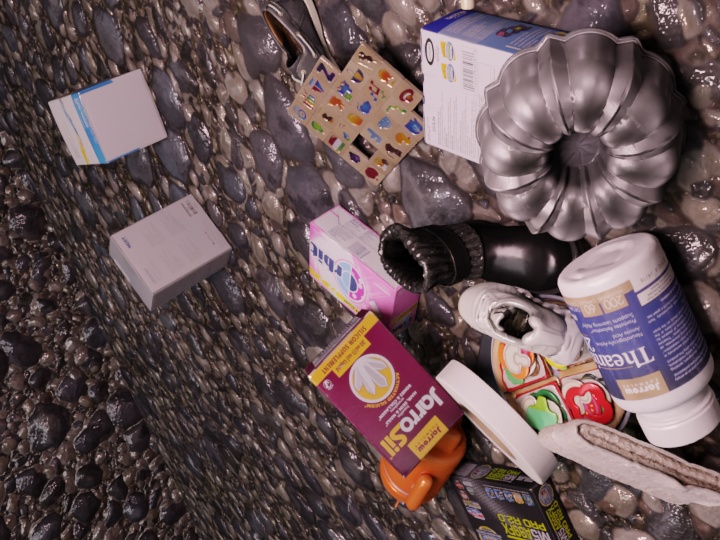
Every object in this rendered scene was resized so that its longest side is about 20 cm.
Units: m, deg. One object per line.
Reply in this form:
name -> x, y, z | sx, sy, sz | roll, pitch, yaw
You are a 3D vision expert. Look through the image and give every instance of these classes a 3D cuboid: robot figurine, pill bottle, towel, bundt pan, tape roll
robot figurine -> 0.100, 0.297, 1.229 | 0.145, 0.114, 0.202 | 56, 138, 34
pill bottle -> 0.294, 0.074, 0.784 | 0.110, 0.110, 0.203 | -15, 106, 57
towel -> 0.307, 0.219, 0.854 | 0.196, 0.035, 0.133 | 23, 162, 0
bundt pan -> 0.201, -0.111, 0.699 | 0.197, 0.076, 0.206 | 7, 127, 9
tape roll -> 0.184, 0.205, 1.033 | 0.203, 0.037, 0.203 | 45, 173, 7

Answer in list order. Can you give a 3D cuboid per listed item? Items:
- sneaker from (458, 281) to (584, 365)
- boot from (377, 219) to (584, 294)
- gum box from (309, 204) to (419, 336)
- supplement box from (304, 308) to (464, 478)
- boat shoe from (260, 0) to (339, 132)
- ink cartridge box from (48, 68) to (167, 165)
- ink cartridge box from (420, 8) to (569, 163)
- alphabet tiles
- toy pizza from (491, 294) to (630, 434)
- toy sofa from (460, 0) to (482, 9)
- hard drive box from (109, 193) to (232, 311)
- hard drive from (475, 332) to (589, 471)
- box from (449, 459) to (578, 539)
sneaker -> 0.174, 0.052, 0.905 | 0.199, 0.080, 0.077 | 20, 98, 60
boot -> 0.134, -0.013, 0.875 | 0.209, 0.155, 0.082 | 10, 101, 51
gum box -> 0.000, 0.000, 1.175 | 0.199, 0.066, 0.115 | 39, 143, 28
supplement box -> 0.030, 0.172, 1.088 | 0.200, 0.131, 0.103 | 46, 174, -5
boat shoe -> -0.073, -0.278, 1.043 | 0.071, 0.067, 0.203 | -2, 118, 52
ink cartridge box -> -0.524, -0.313, 1.566 | 0.198, 0.146, 0.147 | 7, 123, 51
ink cartridge box -> 0.137, -0.192, 0.811 | 0.198, 0.076, 0.139 | 28, 138, 37
alphabet tiles -> 0.000, -0.209, 1.000 | 0.166, 0.008, 0.200 | 39, 148, -7
toy pizza -> 0.237, 0.130, 0.930 | 0.198, 0.031, 0.205 | 21, 120, 41
toy sofa -> 0.047, -0.332, 0.798 | 0.198, 0.097, 0.084 | 27, 137, 39
hard drive box -> -0.390, -0.040, 1.563 | 0.157, 0.198, 0.077 | 51, 147, 11
hard drive -> 0.239, 0.158, 1.008 | 0.199, 0.033, 0.142 | 36, 142, 32
box -> 0.241, 0.386, 1.189 | 0.198, 0.044, 0.163 | -11, 107, 57
